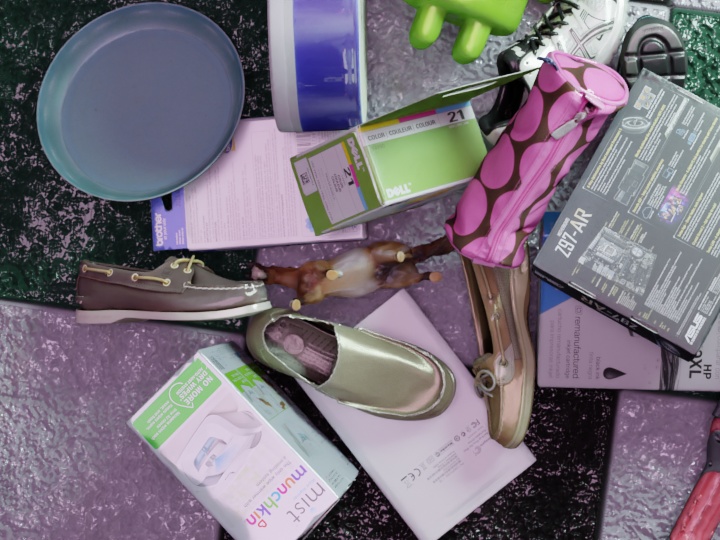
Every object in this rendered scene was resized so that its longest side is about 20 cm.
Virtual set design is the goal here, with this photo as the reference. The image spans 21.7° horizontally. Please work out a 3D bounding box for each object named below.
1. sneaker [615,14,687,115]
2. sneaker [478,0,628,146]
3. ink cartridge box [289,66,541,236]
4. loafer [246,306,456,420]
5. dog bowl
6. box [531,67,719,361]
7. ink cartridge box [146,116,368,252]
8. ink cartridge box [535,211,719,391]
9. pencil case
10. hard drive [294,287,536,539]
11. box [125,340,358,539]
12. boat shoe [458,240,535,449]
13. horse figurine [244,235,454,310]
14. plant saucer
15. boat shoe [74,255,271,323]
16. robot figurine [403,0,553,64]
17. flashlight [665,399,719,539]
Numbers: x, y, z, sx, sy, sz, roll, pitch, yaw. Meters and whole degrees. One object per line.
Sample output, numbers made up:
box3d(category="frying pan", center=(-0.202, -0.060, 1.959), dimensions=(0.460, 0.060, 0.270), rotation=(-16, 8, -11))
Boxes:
box3d(category="sneaker", center=(0.268, -0.135, 1.702), dimensions=(0.075, 0.079, 0.201), rotation=(-3, 109, -1))
box3d(category="sneaker", center=(0.172, -0.194, 1.681), dimensions=(0.087, 0.076, 0.201), rotation=(17, 96, -32))
box3d(category="ink cartridge box", center=(0.058, -0.104, 1.628), dimensions=(0.199, 0.147, 0.076), rotation=(-21, 88, 48))
box3d(category="loafer", center=(-0.011, 0.087, 1.690), dimensions=(0.199, 0.068, 0.076), rotation=(16, 91, 4))
box3d(category="dog bowl", center=(-0.036, -0.223, 1.657), dimensions=(0.078, 0.200, 0.202), rotation=(-1, 89, 2))
box3d(category="box", center=(0.262, -0.048, 1.602), dimensions=(0.160, 0.044, 0.201), rotation=(28, 82, 8))
box3d(category="ink cartridge box", center=(-0.096, -0.080, 1.739), dimensions=(0.198, 0.042, 0.120), rotation=(-4, 88, 2))
box3d(category="ink cartridge box", center=(0.258, 0.028, 1.676), dimensions=(0.198, 0.084, 0.146), rotation=(1, 105, 4))
box3d(category="pencil case", center=(0.147, -0.090, 1.602), dimensions=(0.090, 0.094, 0.201), rotation=(18, 120, -20))
box3d(category="hard drive", center=(0.050, 0.136, 1.733), dimensions=(0.132, 0.026, 0.200), rotation=(-38, 87, 3))
box3d(category="box", center=(-0.097, 0.157, 1.657), dimensions=(0.097, 0.200, 0.177), rotation=(-44, 88, 3))
box3d(category="boat shoe", center=(0.119, 0.060, 1.697), dimensions=(0.063, 0.073, 0.202), rotation=(2, 83, -12))
box3d(category="horse figurine", center=(0.000, 0.000, 1.702), dimensions=(0.199, 0.133, 0.050), rotation=(-14, 96, -7))
box3d(category="plant saucer", center=(-0.200, -0.152, 1.727), dimensions=(0.199, 0.027, 0.201), rotation=(-4, 68, 11))
box3d(category="boat shoe", center=(-0.173, 0.017, 1.709), dimensions=(0.199, 0.072, 0.060), rotation=(-2, 90, 27))
box3d(category="robot figurine", center=(0.106, -0.290, 1.689), dimensions=(0.174, 0.116, 0.201), rotation=(18, 90, -2))
box3d(category="flashlight", center=(0.314, 0.208, 1.689), dimensions=(0.068, 0.068, 0.201), rotation=(30, 86, -30))
